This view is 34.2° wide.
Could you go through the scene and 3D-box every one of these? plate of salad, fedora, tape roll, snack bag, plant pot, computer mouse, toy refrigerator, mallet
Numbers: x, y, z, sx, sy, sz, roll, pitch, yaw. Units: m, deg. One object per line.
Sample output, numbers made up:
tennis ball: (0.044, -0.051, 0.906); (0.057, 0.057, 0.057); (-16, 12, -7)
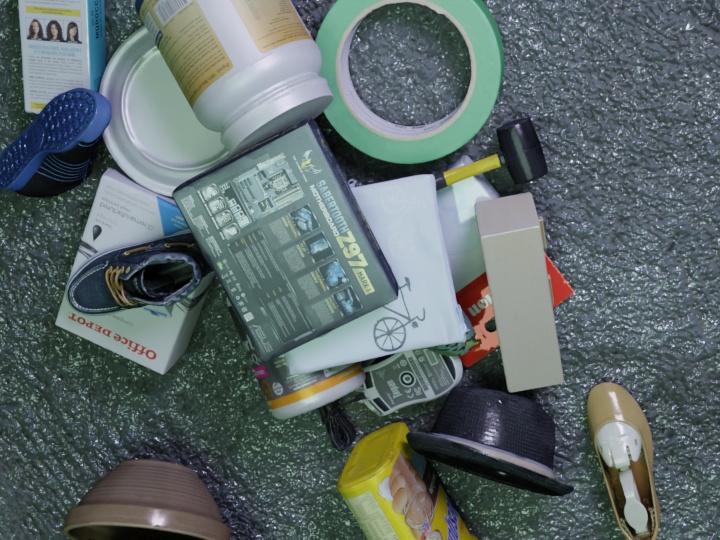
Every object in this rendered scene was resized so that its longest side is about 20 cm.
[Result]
plate of salad: (-0.189, -0.179, 1.288); (0.199, 0.048, 0.201); (0, 90, 3)
fedora: (0.154, 0.185, 1.318); (0.199, 0.201, 0.092); (16, 78, 5)
tape roll: (0.050, -0.215, 1.233); (0.199, 0.048, 0.202); (4, 111, 10)
snack bag: (0.000, 0.000, 1.220); (0.199, 0.021, 0.190); (-11, 97, 8)
plant pot: (-0.255, 0.287, 1.428); (0.200, 0.201, 0.093); (-1, 66, 11)
computer mouse: (0.033, 0.132, 1.367); (0.199, 0.044, 0.110); (-23, 98, 23)
toy refrigerator: (0.173, 0.025, 1.255); (0.070, 0.076, 0.201); (-11, 120, 7)
mallet: (0.093, -0.107, 1.221); (0.199, 0.041, 0.066); (-13, 99, 2)

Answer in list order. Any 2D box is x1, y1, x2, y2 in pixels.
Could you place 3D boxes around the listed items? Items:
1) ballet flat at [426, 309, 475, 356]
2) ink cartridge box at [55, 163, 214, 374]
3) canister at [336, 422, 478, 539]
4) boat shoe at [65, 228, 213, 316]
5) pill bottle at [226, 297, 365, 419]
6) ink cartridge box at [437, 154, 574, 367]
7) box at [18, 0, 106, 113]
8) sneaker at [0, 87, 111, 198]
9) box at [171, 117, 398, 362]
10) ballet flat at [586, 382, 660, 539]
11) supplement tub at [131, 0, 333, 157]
ballet flat: (0.043, 0.029, 1.265); (0.200, 0.074, 0.074); (43, 112, -6)
ink cartridge box: (-0.246, -0.005, 1.348); (0.146, 0.086, 0.201); (24, 111, 2)
canister: (0.061, 0.294, 1.363); (0.086, 0.149, 0.201); (-27, 101, 19)
boat shoe: (-0.246, 0.010, 1.256); (0.199, 0.091, 0.071); (-20, 104, 19)
pill bottle: (-0.080, 0.054, 1.307); (0.116, 0.116, 0.201); (-23, 89, 18)
ink cartridge box: (0.114, -0.002, 1.297); (0.160, 0.047, 0.200); (-37, 97, 20)
box: (-0.326, -0.273, 1.285); (0.082, 0.049, 0.201); (6, 111, 8)
sneaker: (-0.322, -0.137, 1.296); (0.200, 0.078, 0.071); (-25, 66, 40)
box: (-0.073, -0.029, 1.177); (0.157, 0.051, 0.201); (-26, 102, 10)
ballet flat: (0.306, 0.225, 1.334); (0.068, 0.063, 0.201); (-16, 106, 16)
supplement tub: (-0.128, -0.231, 1.190); (0.144, 0.144, 0.201); (-30, 87, 19)
